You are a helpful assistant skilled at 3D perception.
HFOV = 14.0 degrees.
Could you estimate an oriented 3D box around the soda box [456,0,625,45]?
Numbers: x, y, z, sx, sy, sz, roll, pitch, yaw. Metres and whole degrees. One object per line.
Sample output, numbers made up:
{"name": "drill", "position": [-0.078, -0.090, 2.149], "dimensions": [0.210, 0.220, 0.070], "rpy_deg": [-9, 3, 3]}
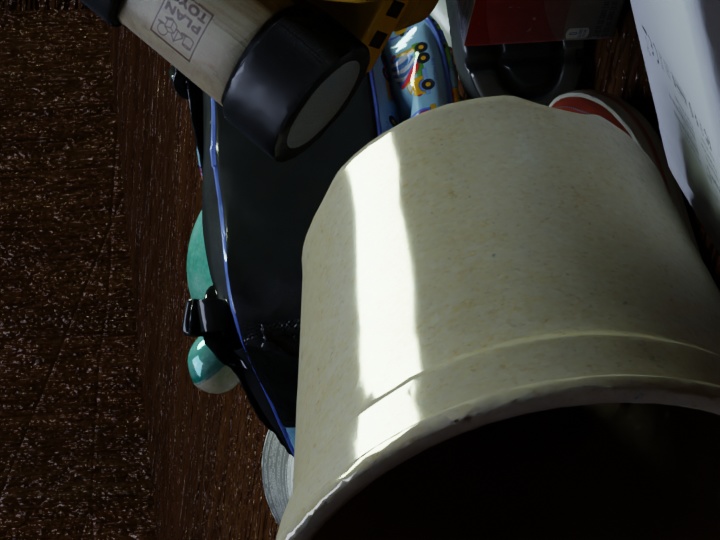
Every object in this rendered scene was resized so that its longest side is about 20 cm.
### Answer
{"name": "soda box", "position": [0.081, -0.170, 1.149], "dimensions": [0.200, 0.069, 0.064], "rpy_deg": [103, 162, -59]}

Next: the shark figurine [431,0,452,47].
{"name": "shark figurine", "position": [0.036, -0.211, 1.426], "dimensions": [0.128, 0.089, 0.216], "rpy_deg": [12, 116, 46]}

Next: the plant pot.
{"name": "plant pot", "position": [0.054, 0.049, 0.965], "dimensions": [0.184, 0.199, 0.201], "rpy_deg": [-100, 12, -48]}

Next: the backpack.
{"name": "backpack", "position": [0.000, 0.000, 1.341], "dimensions": [0.200, 0.134, 0.184], "rpy_deg": [68, -168, -54]}

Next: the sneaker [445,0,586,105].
{"name": "sneaker", "position": [0.057, -0.165, 1.288], "dimensions": [0.079, 0.075, 0.202], "rpy_deg": [-141, 50, -81]}

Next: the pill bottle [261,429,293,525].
{"name": "pill bottle", "position": [0.008, 0.104, 1.528], "dimensions": [0.200, 0.112, 0.114], "rpy_deg": [170, 98, -80]}

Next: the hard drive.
{"name": "hard drive", "position": [0.107, -0.098, 0.962], "dimensions": [0.132, 0.027, 0.201], "rpy_deg": [-108, 1, -60]}

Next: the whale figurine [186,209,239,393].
{"name": "whale figurine", "position": [-0.039, 0.000, 1.566], "dimensions": [0.104, 0.159, 0.200], "rpy_deg": [50, -168, -11]}

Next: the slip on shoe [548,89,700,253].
{"name": "slip on shoe", "position": [0.092, -0.009, 1.147], "dimensions": [0.200, 0.061, 0.074], "rpy_deg": [-103, 12, -55]}

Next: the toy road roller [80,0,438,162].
{"name": "toy road roller", "position": [-0.013, -0.153, 1.143], "dimensions": [0.146, 0.123, 0.201], "rpy_deg": [-29, -27, -57]}
